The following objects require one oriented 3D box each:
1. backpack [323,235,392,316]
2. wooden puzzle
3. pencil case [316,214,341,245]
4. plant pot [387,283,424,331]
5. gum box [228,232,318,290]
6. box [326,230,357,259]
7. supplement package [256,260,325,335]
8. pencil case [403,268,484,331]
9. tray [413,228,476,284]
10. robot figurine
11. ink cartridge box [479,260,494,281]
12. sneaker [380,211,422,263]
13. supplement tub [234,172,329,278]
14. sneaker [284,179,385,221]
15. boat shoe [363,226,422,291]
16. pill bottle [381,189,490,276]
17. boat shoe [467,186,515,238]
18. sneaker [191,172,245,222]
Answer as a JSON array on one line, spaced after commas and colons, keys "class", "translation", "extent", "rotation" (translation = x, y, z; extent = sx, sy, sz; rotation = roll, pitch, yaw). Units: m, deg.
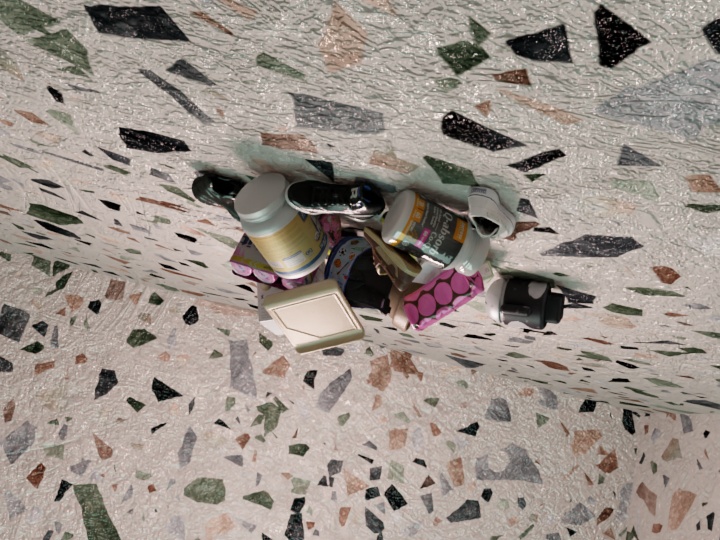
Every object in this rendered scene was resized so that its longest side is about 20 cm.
[{"class": "backpack", "translation": [0.000, 0.000, 1.643], "extent": [0.153, 0.202, 0.190], "rotation": [20, -170, 31]}, {"class": "wooden puzzle", "translation": [-0.105, 0.107, 1.597], "extent": [0.184, 0.037, 0.201], "rotation": [-15, 131, 14]}, {"class": "pencil case", "translation": [-0.143, -0.105, 1.633], "extent": [0.199, 0.083, 0.087], "rotation": [6, 126, 30]}, {"class": "plant pot", "translation": [0.091, 0.036, 1.801], "extent": [0.174, 0.201, 0.200], "rotation": [28, 169, 10]}, {"class": "gum box", "translation": [-0.202, -0.027, 1.605], "extent": [0.198, 0.114, 0.066], "rotation": [16, 151, 14]}, {"class": "box", "translation": [-0.100, -0.072, 1.800], "extent": [0.198, 0.045, 0.160], "rotation": [11, 165, 8]}, {"class": "supplement package", "translation": [-0.170, 0.040, 1.723], "extent": [0.150, 0.202, 0.151], "rotation": [-9, 161, 8]}, {"class": "pencil case", "translation": [0.182, 0.053, 1.544], "extent": [0.200, 0.091, 0.094], "rotation": [-38, 101, 27]}, {"class": "tray", "translation": [0.193, -0.035, 1.510], "extent": [0.107, 0.022, 0.200], "rotation": [9, 139, -43]}, {"class": "robot figurine", "translation": [0.422, 0.088, 1.767], "extent": [0.198, 0.126, 0.151], "rotation": [7, 153, 22]}, {"class": "ink cartridge box", "translation": [0.225, 0.039, 1.685], "extent": [0.199, 0.048, 0.146], "rotation": [-20, 173, 3]}, {"class": "sneaker", "translation": [0.083, -0.047, 1.519], "extent": [0.200, 0.090, 0.078], "rotation": [56, -178, -42]}, {"class": "supplement tub", "translation": [-0.168, -0.095, 1.468], "extent": [0.144, 0.145, 0.200], "rotation": [4, 143, 34]}, {"class": "sneaker", "translation": [-0.043, -0.154, 1.372], "extent": [0.198, 0.074, 0.112], "rotation": [8, 166, -24]}, {"class": "boat shoe", "translation": [0.052, -0.025, 1.399], "extent": [0.072, 0.072, 0.200], "rotation": [17, -160, -38]}, {"class": "pill bottle", "translation": [0.151, -0.071, 1.366], "extent": [0.199, 0.117, 0.116], "rotation": [24, 164, -15]}, {"class": "boat shoe", "translation": [0.248, -0.095, 1.324], "extent": [0.073, 0.066, 0.200], "rotation": [4, 164, 32]}, {"class": "sneaker", "translation": [-0.279, -0.164, 1.552], "extent": [0.199, 0.077, 0.091], "rotation": [18, 159, -30]}]
